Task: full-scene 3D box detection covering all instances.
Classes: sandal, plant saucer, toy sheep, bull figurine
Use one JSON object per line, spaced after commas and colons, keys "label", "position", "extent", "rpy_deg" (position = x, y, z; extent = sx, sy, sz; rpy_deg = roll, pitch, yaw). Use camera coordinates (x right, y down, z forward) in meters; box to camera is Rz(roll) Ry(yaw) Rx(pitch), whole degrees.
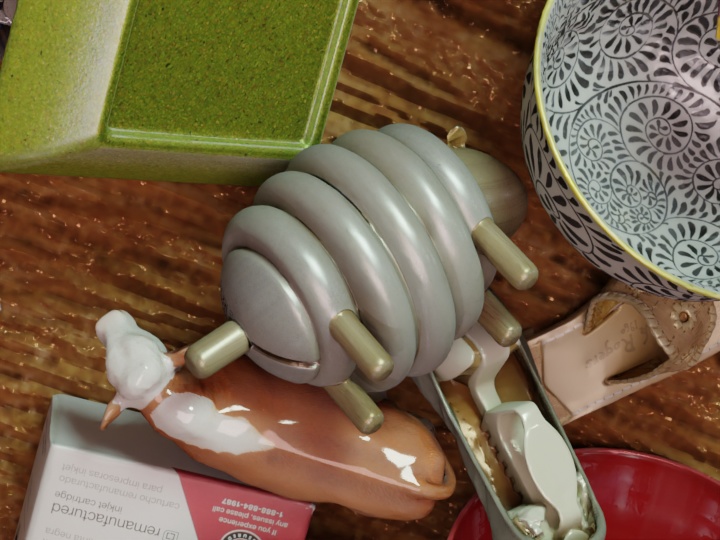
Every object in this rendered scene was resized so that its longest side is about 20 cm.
{"label": "sandal", "position": [0.145, 0.037, 1.447], "extent": [0.211, 0.070, 0.078], "rpy_deg": [-31, 106, 5]}
{"label": "plant saucer", "position": [-0.070, -0.130, 1.339], "extent": [0.199, 0.048, 0.201], "rpy_deg": [2, 110, -42]}
{"label": "toy sheep", "position": [0.000, 0.000, 1.358], "extent": [0.199, 0.138, 0.139], "rpy_deg": [-29, 109, -27]}
{"label": "bull figurine", "position": [-0.047, 0.074, 1.415], "extent": [0.199, 0.121, 0.065], "rpy_deg": [24, 101, -4]}

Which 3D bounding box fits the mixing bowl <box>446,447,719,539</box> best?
{"label": "mixing bowl", "position": [0.131, 0.203, 1.450], "extent": [0.199, 0.201, 0.109], "rpy_deg": [7, 133, -6]}

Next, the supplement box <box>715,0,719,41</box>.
{"label": "supplement box", "position": [0.237, -0.201, 1.324], "extent": [0.085, 0.110, 0.201], "rpy_deg": [6, 92, 30]}

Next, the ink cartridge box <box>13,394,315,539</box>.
{"label": "ink cartridge box", "position": [-0.119, 0.185, 1.466], "extent": [0.146, 0.083, 0.201], "rpy_deg": [13, 105, -8]}

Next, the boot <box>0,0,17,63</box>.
{"label": "boot", "position": [-0.158, -0.159, 1.353], "extent": [0.096, 0.073, 0.200], "rpy_deg": [-44, 108, -20]}

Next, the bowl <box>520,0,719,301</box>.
{"label": "bowl", "position": [0.152, -0.061, 1.390], "extent": [0.200, 0.094, 0.202], "rpy_deg": [11, 64, -24]}

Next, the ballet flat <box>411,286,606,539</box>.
{"label": "ballet flat", "position": [0.071, 0.063, 1.410], "extent": [0.067, 0.064, 0.201], "rpy_deg": [-20, 74, -20]}
